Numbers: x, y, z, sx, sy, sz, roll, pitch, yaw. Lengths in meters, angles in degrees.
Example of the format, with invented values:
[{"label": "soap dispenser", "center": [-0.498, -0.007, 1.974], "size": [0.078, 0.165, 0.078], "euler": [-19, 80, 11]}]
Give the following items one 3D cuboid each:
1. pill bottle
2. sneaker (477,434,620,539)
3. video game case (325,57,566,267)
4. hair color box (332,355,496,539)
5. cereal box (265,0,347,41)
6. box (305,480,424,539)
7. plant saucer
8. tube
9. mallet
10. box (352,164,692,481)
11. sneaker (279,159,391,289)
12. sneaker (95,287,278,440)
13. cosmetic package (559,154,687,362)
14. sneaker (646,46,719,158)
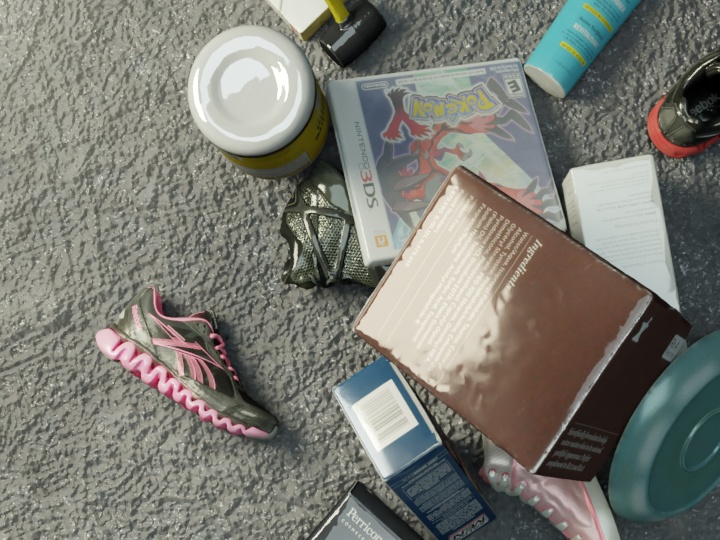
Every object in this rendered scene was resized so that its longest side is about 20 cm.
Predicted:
[{"label": "pill bottle", "center": [-0.087, -0.145, 1.101], "size": [0.110, 0.200, 0.114], "euler": [0, 86, 4]}, {"label": "sneaker", "center": [0.170, 0.207, 1.119], "size": [0.103, 0.075, 0.202], "euler": [-20, 77, -2]}, {"label": "video game case", "center": [0.080, -0.106, 1.132], "size": [0.197, 0.023, 0.184], "euler": [-9, 74, -14]}, {"label": "hair color box", "center": [0.051, 0.164, 1.058], "size": [0.060, 0.200, 0.100], "euler": [-32, 56, 0]}, {"label": "cereal box", "center": [-0.073, -0.351, 1.196], "size": [0.144, 0.040, 0.200], "euler": [-44, 84, 0]}, {"label": "box", "center": [0.003, 0.336, 1.099], "size": [0.200, 0.123, 0.199], "euler": [40, 88, 5]}, {"label": "plant saucer", "center": [0.298, 0.145, 1.063], "size": [0.201, 0.200, 0.027], "euler": [-52, 48, -1]}, {"label": "tube", "center": [0.236, -0.262, 1.167], "size": [0.077, 0.050, 0.201], "euler": [37, 86, -23]}, {"label": "mallet", "center": [-0.030, -0.277, 1.121], "size": [0.066, 0.201, 0.041], "euler": [-39, 52, -9]}, {"label": "box", "center": [0.135, 0.047, 0.992], "size": [0.199, 0.166, 0.165], "euler": [37, 96, 28]}, {"label": "sneaker", "center": [0.000, 0.000, 1.150], "size": [0.199, 0.076, 0.114], "euler": [43, 97, 4]}, {"label": "sneaker", "center": [-0.154, 0.088, 1.158], "size": [0.199, 0.079, 0.096], "euler": [33, 77, 4]}, {"label": "cosmetic package", "center": [0.243, 0.004, 1.112], "size": [0.080, 0.113, 0.203], "euler": [-11, 86, 3]}, {"label": "sneaker", "center": [0.362, -0.184, 1.125], "size": [0.200, 0.098, 0.071], "euler": [-36, 82, -1]}]
